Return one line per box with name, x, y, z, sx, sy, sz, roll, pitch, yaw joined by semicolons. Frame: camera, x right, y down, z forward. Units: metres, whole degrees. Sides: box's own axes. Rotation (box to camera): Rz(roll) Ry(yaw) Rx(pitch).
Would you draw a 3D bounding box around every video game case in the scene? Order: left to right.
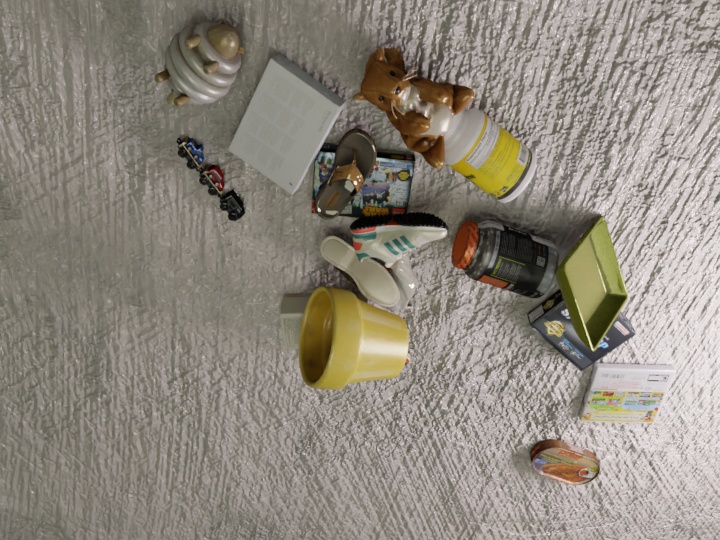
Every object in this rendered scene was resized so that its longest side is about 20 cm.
video game case;0.656;0.305;1.684;0.194;0.023;0.186;2;125;-2

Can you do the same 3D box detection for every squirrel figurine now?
squirrel figurine;0.064;-0.297;1.161;0.184;0.200;0.144;16;112;-38

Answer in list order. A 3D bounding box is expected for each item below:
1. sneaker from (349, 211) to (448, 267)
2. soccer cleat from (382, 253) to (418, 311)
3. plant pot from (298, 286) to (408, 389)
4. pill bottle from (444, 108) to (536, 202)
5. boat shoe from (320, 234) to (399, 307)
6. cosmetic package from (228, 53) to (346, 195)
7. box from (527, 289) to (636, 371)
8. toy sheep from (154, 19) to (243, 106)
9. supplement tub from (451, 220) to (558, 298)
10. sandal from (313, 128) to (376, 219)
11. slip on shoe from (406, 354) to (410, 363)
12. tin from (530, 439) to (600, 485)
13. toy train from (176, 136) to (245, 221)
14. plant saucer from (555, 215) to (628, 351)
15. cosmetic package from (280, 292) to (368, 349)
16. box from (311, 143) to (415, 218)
sneaker;0.078;-0.057;1.352;0.194;0.071;0.096;-2;116;7
soccer cleat;0.089;0.005;1.457;0.075;0.070;0.203;0;132;-6
plant pot;-0.010;0.145;1.398;0.184;0.203;0.204;9;127;-24
pill bottle;0.221;-0.224;1.263;0.197;0.114;0.113;31;120;-19
boat shoe;0.000;0.000;1.421;0.198;0.060;0.072;38;92;-3
cosmetic package;-0.137;-0.265;1.254;0.149;0.052;0.202;35;121;-1
box;0.499;0.121;1.541;0.199;0.046;0.158;39;117;-23
toy sheep;-0.278;-0.350;1.170;0.197;0.140;0.138;-28;121;31
supplement tub;0.293;-0.027;1.394;0.195;0.124;0.124;17;124;-12
sandal;-0.031;-0.172;1.288;0.080;0.055;0.201;26;121;-17
slip on shoe;0.033;0.209;1.563;0.196;0.063;0.073;5;168;-37
tin;0.546;0.511;1.819;0.196;0.042;0.113;22;126;-14
toy train;-0.292;-0.182;1.346;0.045;0.034;0.201;-27;121;14
plant saucer;0.467;0.026;1.395;0.047;0.199;0.204;-4;119;47
cosmetic package;-0.076;0.113;1.525;0.194;0.074;0.106;-2;125;1
box;0.003;-0.172;1.346;0.194;0.040;0.140;5;126;-3
